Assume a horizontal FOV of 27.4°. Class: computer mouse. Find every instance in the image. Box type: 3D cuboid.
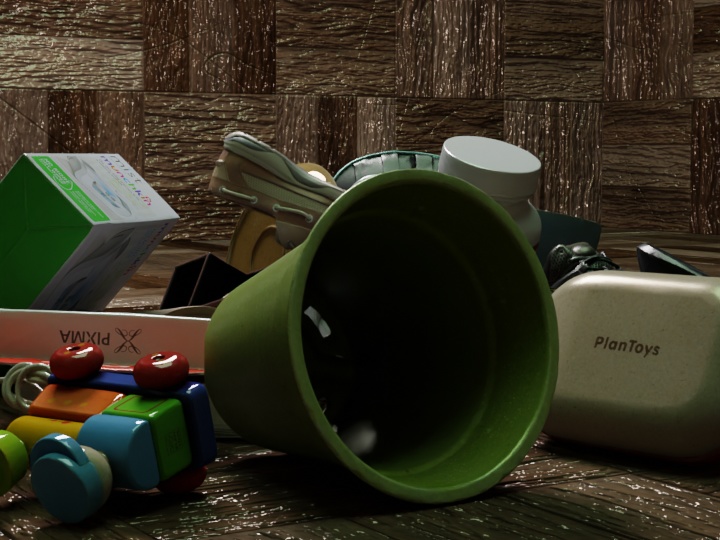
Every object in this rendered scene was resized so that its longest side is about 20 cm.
[{"bbox_3d":[0.283,0.036,1.167,0.200,0.046,0.140,33,10,31],"label":"computer mouse"}]

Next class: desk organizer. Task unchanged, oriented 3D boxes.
[{"bbox_3d":[-0.102,0.023,1.336,0.077,0.072,0.200,31,-27,-26],"label":"desk organizer"}]

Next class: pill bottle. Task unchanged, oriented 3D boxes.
[{"bbox_3d":[0.092,-0.007,1.269,0.112,0.201,0.112,10,22,-4],"label":"pill bottle"}]

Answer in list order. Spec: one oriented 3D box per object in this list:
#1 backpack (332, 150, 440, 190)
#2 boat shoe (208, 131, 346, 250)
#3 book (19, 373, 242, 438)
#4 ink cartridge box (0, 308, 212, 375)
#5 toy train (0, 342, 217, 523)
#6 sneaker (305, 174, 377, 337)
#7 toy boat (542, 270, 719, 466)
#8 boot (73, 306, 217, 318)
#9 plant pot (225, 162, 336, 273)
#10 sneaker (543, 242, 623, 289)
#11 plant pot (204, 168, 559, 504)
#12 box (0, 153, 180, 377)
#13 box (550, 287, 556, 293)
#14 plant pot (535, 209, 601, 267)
[{"bbox_3d":[0.039,-0.009,1.442,0.175,0.201,0.153,-2,-10,-2],"label":"backpack"},{"bbox_3d":[-0.048,-0.048,1.328,0.200,0.072,0.076,31,-2,12],"label":"boat shoe"},{"bbox_3d":[-0.142,0.095,1.124,0.199,0.048,0.134,2,3,6],"label":"book"},{"bbox_3d":[-0.189,0.051,1.078,0.199,0.044,0.174,2,-4,13],"label":"ink cartridge box"},{"bbox_3d":[-0.197,0.101,0.900,0.199,0.085,0.116,3,19,33],"label":"toy train"},{"bbox_3d":[0.000,0.000,1.209,0.075,0.201,0.115,27,-22,-10],"label":"sneaker"},{"bbox_3d":[0.211,0.078,1.044,0.199,0.131,0.131,6,-23,44],"label":"toy boat"},{"bbox_3d":[-0.173,0.070,1.332,0.199,0.071,0.146,11,-9,-14],"label":"boot"},{"bbox_3d":[-0.082,-0.010,1.429,0.027,0.201,0.200,14,-3,-32],"label":"plant pot"},{"bbox_3d":[0.227,0.016,1.342,0.076,0.115,0.199,5,-17,-36],"label":"sneaker"},{"bbox_3d":[-0.007,0.052,0.959,0.199,0.201,0.190,-3,-7,-34],"label":"plant pot"},{"bbox_3d":[-0.287,-0.004,1.324,0.097,0.200,0.176,44,14,10],"label":"box"},{"bbox_3d":[0.221,0.063,1.189,0.199,0.050,0.160,16,5,12],"label":"box"},{"bbox_3d":[0.149,0.004,1.583,0.199,0.135,0.200,9,-2,0],"label":"plant pot"}]
